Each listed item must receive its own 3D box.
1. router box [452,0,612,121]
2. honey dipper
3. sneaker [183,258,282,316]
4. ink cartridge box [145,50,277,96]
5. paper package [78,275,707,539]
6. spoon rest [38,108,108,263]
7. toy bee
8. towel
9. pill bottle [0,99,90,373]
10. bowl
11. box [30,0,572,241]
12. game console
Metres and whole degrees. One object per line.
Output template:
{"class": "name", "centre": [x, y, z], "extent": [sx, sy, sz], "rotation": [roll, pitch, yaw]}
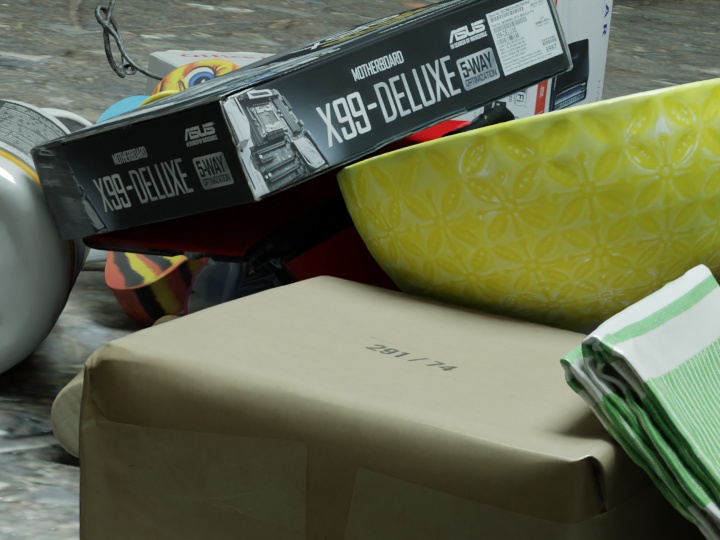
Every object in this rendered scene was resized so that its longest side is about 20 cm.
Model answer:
{"class": "router box", "centre": [0.096, -0.111, 1.414], "extent": [0.049, 0.200, 0.179], "rotation": [9, 13, 16]}
{"class": "honey dipper", "centre": [-0.107, 0.047, 1.193], "extent": [0.038, 0.038, 0.200], "rotation": [8, 11, 4]}
{"class": "sneaker", "centre": [-0.036, 0.017, 1.281], "extent": [0.087, 0.074, 0.200], "rotation": [8, 17, 3]}
{"class": "ink cartridge box", "centre": [-0.043, -0.088, 1.694], "extent": [0.148, 0.086, 0.200], "rotation": [0, 13, -25]}
{"class": "paper package", "centre": [0.023, 0.078, 0.980], "extent": [0.200, 0.104, 0.191], "rotation": [12, 14, 24]}
{"class": "spoon rest", "centre": [-0.154, -0.040, 1.442], "extent": [0.061, 0.099, 0.200], "rotation": [39, 16, 32]}
{"class": "toy bee", "centre": [-0.089, -0.074, 1.370], "extent": [0.109, 0.200, 0.131], "rotation": [-13, -14, 11]}
{"class": "towel", "centre": [0.164, 0.089, 0.923], "extent": [0.200, 0.023, 0.153], "rotation": [50, 24, 7]}
{"class": "pill bottle", "centre": [-0.191, -0.023, 1.263], "extent": [0.116, 0.116, 0.200], "rotation": [7, 13, -1]}
{"class": "bowl", "centre": [0.098, -0.013, 1.103], "extent": [0.200, 0.108, 0.200], "rotation": [-13, 0, 0]}
{"class": "box", "centre": [-0.026, -0.074, 1.162], "extent": [0.200, 0.050, 0.158], "rotation": [-25, 10, -37]}
{"class": "game console", "centre": [0.000, 0.000, 1.222], "extent": [0.119, 0.172, 0.200], "rotation": [-33, -1, 41]}
